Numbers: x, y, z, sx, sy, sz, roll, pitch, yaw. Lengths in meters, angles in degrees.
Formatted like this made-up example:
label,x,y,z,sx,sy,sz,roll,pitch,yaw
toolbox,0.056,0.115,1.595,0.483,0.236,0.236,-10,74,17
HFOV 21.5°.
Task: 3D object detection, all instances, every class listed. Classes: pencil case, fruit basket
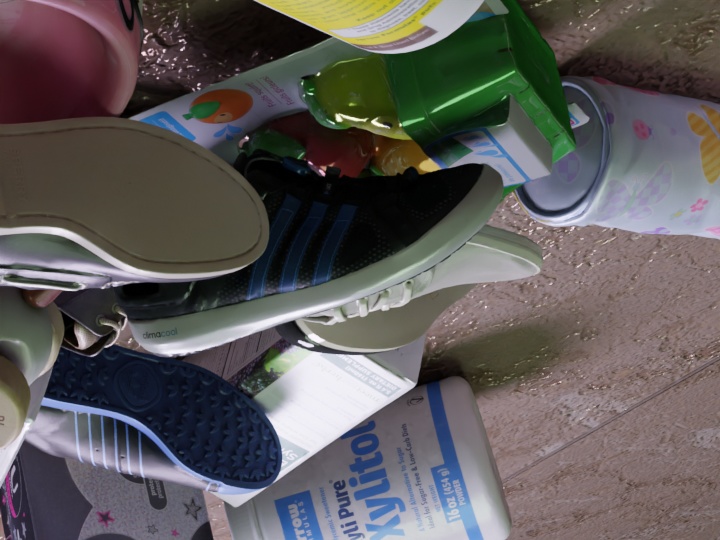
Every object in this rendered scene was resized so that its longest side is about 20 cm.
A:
label,x,y,z,sx,sy,sz,roll,pitch,yaw
pencil case,0.180,-0.059,1.114,0.199,0.084,0.091,5,153,-37
fruit basket,0.005,-0.069,0.971,0.199,0.094,0.185,-24,154,14

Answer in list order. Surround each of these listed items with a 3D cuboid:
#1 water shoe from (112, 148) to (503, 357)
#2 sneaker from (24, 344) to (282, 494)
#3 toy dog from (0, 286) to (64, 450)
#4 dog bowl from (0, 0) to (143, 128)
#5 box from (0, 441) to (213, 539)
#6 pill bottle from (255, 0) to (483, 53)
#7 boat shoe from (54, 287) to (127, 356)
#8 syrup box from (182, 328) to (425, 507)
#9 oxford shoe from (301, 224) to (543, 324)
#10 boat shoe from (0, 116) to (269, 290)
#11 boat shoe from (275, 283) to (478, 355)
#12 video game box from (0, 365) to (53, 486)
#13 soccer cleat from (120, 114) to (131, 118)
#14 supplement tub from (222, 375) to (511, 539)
label,x,y,z,sx,sy,sz,roll,pitch,yaw
water shoe,-0.031,-0.023,0.905,0.199,0.079,0.072,-21,-165,11
sneaker,-0.147,0.090,1.170,0.199,0.071,0.078,27,148,-20
toy dog,-0.212,-0.001,0.882,0.199,0.132,0.096,23,119,-34
dog bowl,-0.183,-0.103,0.821,0.198,0.074,0.201,-12,155,-6
box,-0.173,0.210,1.335,0.131,0.201,0.115,-5,155,-21
pill bottle,-0.033,-0.162,0.738,0.109,0.110,0.199,-30,152,30
boat shoe,-0.159,0.013,1.071,0.198,0.074,0.075,-17,160,-7
syrup box,-0.049,0.069,1.228,0.078,0.082,0.200,33,133,-21
oxford shoe,0.000,0.000,1.002,0.198,0.058,0.075,2,167,-15
boat shoe,-0.139,-0.026,0.846,0.198,0.073,0.063,5,156,-28
boat shoe,0.008,0.011,1.113,0.063,0.074,0.201,-28,179,34
video game box,-0.282,0.070,1.034,0.199,0.047,0.182,23,142,-11
soccer cleat,-0.188,-0.038,0.986,0.198,0.069,0.073,-15,-175,-18
supplement tub,0.005,0.168,1.436,0.198,0.133,0.132,-18,156,4
